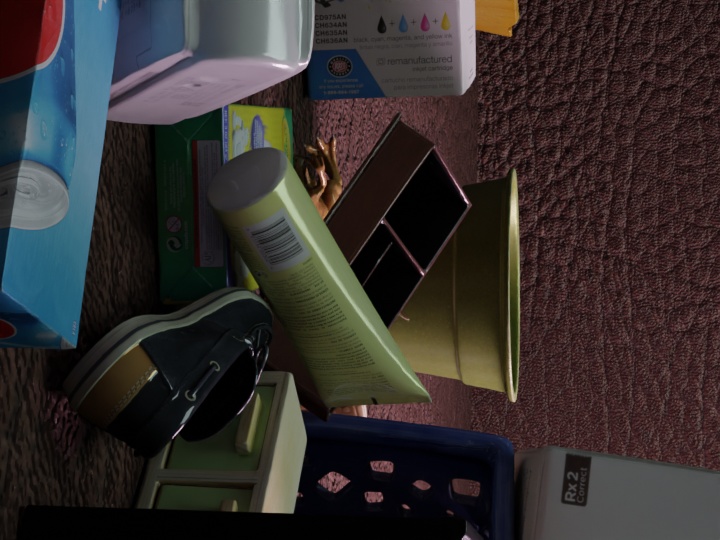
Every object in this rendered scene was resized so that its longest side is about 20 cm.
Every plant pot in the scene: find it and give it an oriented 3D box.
[{"bbox_3d":[0.044,0.012,1.129,0.200,0.187,0.204,0,90,-80],"label":"plant pot"},{"bbox_3d":[0.005,0.237,0.903,0.181,0.197,0.202,90,7,-47],"label":"plant pot"}]

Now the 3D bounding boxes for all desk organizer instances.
[{"bbox_3d":[0.000,0.000,0.896,0.201,0.077,0.072,-55,175,-13],"label":"desk organizer"}]

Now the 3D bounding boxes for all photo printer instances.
[{"bbox_3d":[-0.077,-0.177,0.576,0.166,0.069,0.203,-7,-98,62],"label":"photo printer"}]

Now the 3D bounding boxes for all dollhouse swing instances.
[{"bbox_3d":[0.232,-0.576,2.350,0.177,0.180,0.201,-60,154,-30],"label":"dollhouse swing"}]

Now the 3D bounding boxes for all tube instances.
[{"bbox_3d":[-0.026,0.017,0.760,0.058,0.052,0.201,39,-18,50],"label":"tube"}]

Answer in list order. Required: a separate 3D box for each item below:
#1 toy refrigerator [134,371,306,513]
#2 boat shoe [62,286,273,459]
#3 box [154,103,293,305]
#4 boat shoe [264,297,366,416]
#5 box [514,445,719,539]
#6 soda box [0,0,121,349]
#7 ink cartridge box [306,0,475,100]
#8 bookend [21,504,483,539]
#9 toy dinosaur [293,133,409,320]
[{"bbox_3d":[-0.084,0.150,0.707,0.202,0.075,0.071,-79,165,-45],"label":"toy refrigerator"},{"bbox_3d":[-0.085,0.055,0.672,0.075,0.062,0.200,-48,173,12],"label":"boat shoe"},{"bbox_3d":[-0.080,-0.047,0.827,0.200,0.048,0.119,-40,129,-79],"label":"box"},{"bbox_3d":[-0.028,0.070,1.046,0.070,0.073,0.202,-69,157,-50],"label":"boat shoe"},{"bbox_3d":[0.197,0.233,0.878,0.131,0.197,0.202,98,0,-82],"label":"box"},{"bbox_3d":[-0.132,-0.077,0.469,0.068,0.063,0.203,64,26,-68],"label":"soda box"},{"bbox_3d":[0.028,-0.267,1.164,0.145,0.145,0.203,-57,145,-72],"label":"ink cartridge box"},{"bbox_3d":[-0.049,0.209,0.556,0.092,0.197,0.202,58,33,-71],"label":"bookend"},{"bbox_3d":[-0.030,-0.039,0.998,0.200,0.060,0.108,47,29,-55],"label":"toy dinosaur"}]
